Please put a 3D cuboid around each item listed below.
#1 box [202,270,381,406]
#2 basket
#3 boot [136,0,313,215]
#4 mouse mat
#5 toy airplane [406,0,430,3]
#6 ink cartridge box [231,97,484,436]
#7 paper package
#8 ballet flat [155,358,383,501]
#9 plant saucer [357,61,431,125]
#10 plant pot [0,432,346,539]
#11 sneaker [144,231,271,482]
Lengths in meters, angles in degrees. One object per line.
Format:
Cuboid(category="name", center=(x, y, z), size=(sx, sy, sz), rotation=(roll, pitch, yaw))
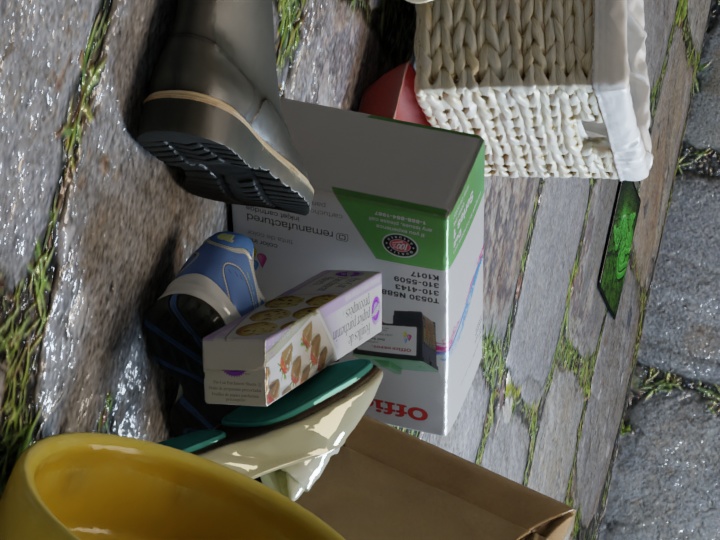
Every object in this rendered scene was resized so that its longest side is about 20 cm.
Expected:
Cuboid(category="box", center=(-0.037, 0.037, 1.576), size=(0.200, 0.041, 0.039), rotation=(-29, 120, -67))
Cuboid(category="basket", center=(0.131, -0.183, 2.027), size=(0.198, 0.161, 0.200), rotation=(61, 27, -69))
Cuboid(category="boot", center=(-0.062, -0.115, 1.559), size=(0.200, 0.077, 0.139), rotation=(54, 44, -74))
Cuboid(category="mouse mat", center=(0.322, -0.034, 3.368), size=(0.200, 0.008, 0.161), rotation=(52, 50, -74))
Cuboid(category="toy airplane", center=(0.080, -0.307, 1.849), size=(0.200, 0.141, 0.199), rotation=(-37, 133, -21))
Cuboid(category="ink cartridge box", center=(0.000, 0.000, 1.741), size=(0.200, 0.145, 0.084), rotation=(88, 19, -44))
Cuboid(category="paper package", center=(0.017, 0.188, 1.744), size=(0.200, 0.190, 0.104), rotation=(120, -8, -64))
Cuboid(category="ballet flat", center=(-0.068, 0.110, 1.539), size=(0.200, 0.069, 0.070), rotation=(-21, 131, -27))
Cuboid(category="plant saucer", center=(0.014, -0.035, 2.013), size=(0.200, 0.037, 0.200), rotation=(52, 50, -71))
Cuboid(category="plant pot", center=(-0.112, 0.211, 1.375), size=(0.189, 0.201, 0.201), rotation=(-67, 170, 15))
Cuboid(category="sneaker", center=(-0.074, 0.058, 1.629), size=(0.200, 0.076, 0.077), rotation=(85, 25, -52))
